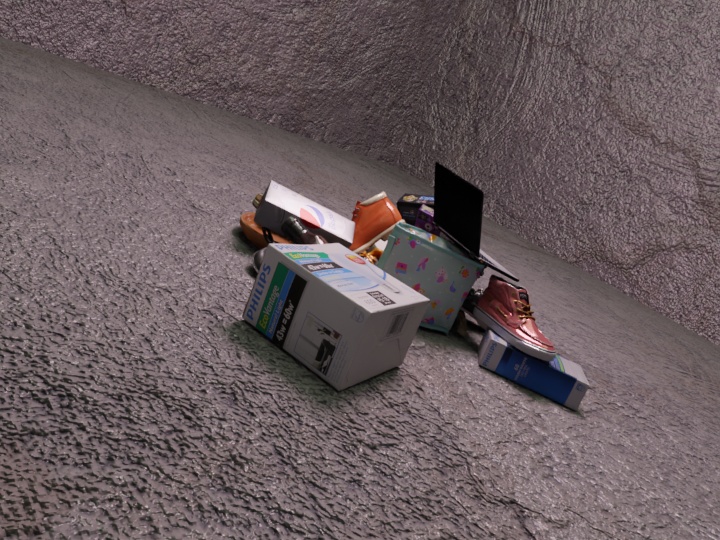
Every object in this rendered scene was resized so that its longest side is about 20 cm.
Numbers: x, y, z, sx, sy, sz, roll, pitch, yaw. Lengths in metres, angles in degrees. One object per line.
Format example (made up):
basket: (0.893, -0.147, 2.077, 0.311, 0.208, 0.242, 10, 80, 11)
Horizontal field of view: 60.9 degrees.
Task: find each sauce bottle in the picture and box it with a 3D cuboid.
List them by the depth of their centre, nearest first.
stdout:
sauce bottle: (-0.074, -0.020, 1.153, 0.200, 0.066, 0.066, 44, 21, 16)

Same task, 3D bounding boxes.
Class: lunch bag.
lunch bag: (0.114, 0.012, 1.205, 0.196, 0.173, 0.122, 19, 16, -26)

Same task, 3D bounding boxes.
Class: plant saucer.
plant saucer: (-0.168, -0.067, 1.313, 0.196, 0.038, 0.201, 22, 15, -6)

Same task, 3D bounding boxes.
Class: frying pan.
frying pan: (-0.144, -0.025, 1.158, 0.113, 0.031, 0.191, 27, 28, -14)

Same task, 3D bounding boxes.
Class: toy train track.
toy train track: (0.209, 0.094, 1.340, 0.114, 0.033, 0.201, 42, 19, -12)

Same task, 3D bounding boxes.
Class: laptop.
laptop: (0.233, -0.098, 1.230, 0.197, 0.117, 0.188, 24, 15, -32)

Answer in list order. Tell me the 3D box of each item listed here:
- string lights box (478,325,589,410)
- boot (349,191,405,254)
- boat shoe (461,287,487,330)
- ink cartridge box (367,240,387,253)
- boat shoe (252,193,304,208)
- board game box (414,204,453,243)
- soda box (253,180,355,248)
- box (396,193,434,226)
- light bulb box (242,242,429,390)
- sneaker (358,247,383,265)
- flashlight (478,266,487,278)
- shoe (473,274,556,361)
string lights box: (0.326, 0.180, 1.172, 0.196, 0.060, 0.103, 25, 15, 5)
boot: (-0.005, -0.090, 1.340, 0.109, 0.197, 0.075, 60, -7, -3)
boat shoe: (0.249, 0.061, 1.341, 0.199, 0.063, 0.073, 39, 20, -19)
ink cartridge box: (0.101, 0.010, 1.443, 0.202, 0.048, 0.144, 55, 27, 18)
boat shoe: (-0.146, -0.136, 1.357, 0.197, 0.078, 0.072, 26, 16, 12)
board game box: (0.178, -0.052, 1.493, 0.119, 0.203, 0.032, 31, 48, 21)
soda box: (-0.111, -0.097, 1.235, 0.197, 0.068, 0.064, 26, 43, -17)
box: (0.195, -0.083, 1.511, 0.196, 0.202, 0.050, 11, 37, 34)
light bulb box: (-0.034, 0.057, 0.926, 0.198, 0.127, 0.197, 32, 17, 25)
sneaker: (0.000, 0.000, 1.262, 0.077, 0.079, 0.200, 28, 17, 11)
flashlight: (0.191, -0.036, 1.415, 0.197, 0.069, 0.068, 23, -9, 30)
shoe: (0.302, 0.085, 1.165, 0.070, 0.093, 0.199, 10, 19, -39)
